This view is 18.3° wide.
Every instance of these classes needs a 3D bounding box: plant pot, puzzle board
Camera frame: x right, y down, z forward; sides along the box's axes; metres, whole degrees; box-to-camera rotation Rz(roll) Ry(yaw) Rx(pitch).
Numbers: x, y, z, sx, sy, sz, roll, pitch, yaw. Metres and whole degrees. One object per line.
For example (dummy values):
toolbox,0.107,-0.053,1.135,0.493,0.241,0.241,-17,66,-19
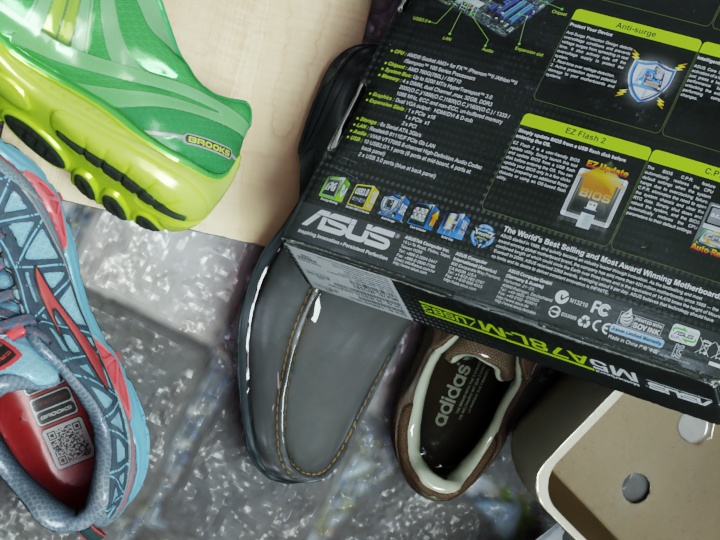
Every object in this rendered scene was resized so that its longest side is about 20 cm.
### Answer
plant pot,0.180,0.078,0.992,0.200,0.177,0.200,-45,102,-6
puzzle board,-0.071,-0.120,1.006,0.150,0.017,0.202,13,91,-12

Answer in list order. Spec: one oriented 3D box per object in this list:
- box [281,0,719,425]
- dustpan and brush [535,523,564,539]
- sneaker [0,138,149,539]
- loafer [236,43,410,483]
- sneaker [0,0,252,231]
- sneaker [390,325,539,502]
box,0.095,-0.057,0.910,0.199,0.048,0.194,17,68,25
dustpan and brush,0.042,0.225,1.023,0.139,0.057,0.202,-25,117,-53
sneaker,-0.149,0.024,0.951,0.079,0.096,0.201,-29,100,5
loafer,0.000,0.000,0.987,0.072,0.072,0.202,13,91,-43
sneaker,-0.131,-0.102,0.960,0.200,0.074,0.084,42,61,-7
sneaker,0.068,0.011,0.991,0.070,0.076,0.201,16,106,-5
